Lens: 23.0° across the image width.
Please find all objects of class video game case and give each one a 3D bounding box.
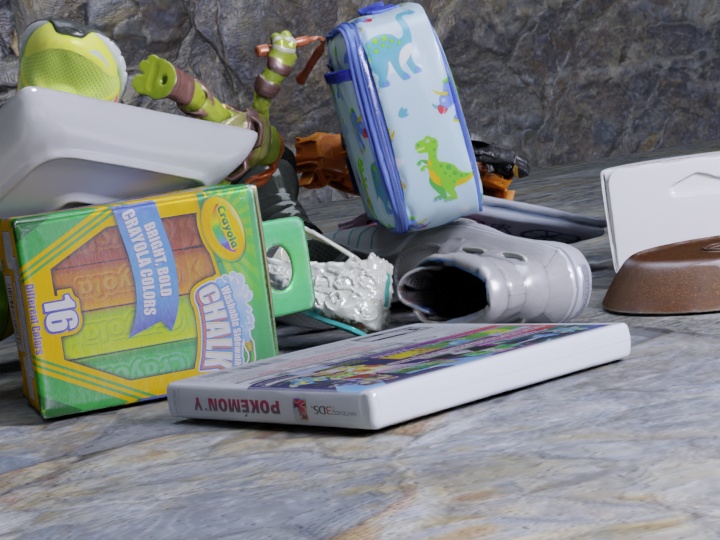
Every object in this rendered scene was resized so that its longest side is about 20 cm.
[{"bbox_3d":[0.021,0.057,0.994,0.199,0.023,0.181,-11,6,-40],"label":"video game case"}]

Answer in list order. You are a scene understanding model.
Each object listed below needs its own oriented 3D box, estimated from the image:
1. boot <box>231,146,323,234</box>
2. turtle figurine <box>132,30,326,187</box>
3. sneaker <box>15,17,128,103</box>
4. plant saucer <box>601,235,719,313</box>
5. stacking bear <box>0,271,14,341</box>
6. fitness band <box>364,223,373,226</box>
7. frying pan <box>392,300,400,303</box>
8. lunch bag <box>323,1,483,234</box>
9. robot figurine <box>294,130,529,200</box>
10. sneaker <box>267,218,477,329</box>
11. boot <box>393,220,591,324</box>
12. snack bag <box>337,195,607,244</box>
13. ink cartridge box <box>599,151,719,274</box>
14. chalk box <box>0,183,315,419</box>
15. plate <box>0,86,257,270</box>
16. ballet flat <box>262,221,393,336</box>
[{"bbox_3d":[-0.108,-0.001,1.456,0.067,0.200,0.131,21,34,-31],"label":"boot"},{"bbox_3d":[-0.108,-0.091,1.286,0.160,0.201,0.065,8,35,-52],"label":"turtle figurine"},{"bbox_3d":[-0.214,-0.091,1.241,0.077,0.091,0.201,14,-40,-5],"label":"sneaker"},{"bbox_3d":[0.263,-0.003,1.213,0.198,0.035,0.200,-8,4,1],"label":"plant saucer"},{"bbox_3d":[-0.299,0.015,1.389,0.199,0.115,0.121,-17,10,-43],"label":"stacking bear"},{"bbox_3d":[0.008,-0.011,1.510,0.142,0.038,0.200,-7,-8,1],"label":"fitness band"},{"bbox_3d":[0.065,0.012,1.414,0.114,0.031,0.190,-10,2,-14],"label":"frying pan"},{"bbox_3d":[0.026,-0.114,1.285,0.081,0.163,0.200,-15,8,-3],"label":"lunch bag"},{"bbox_3d":[0.048,-0.086,1.530,0.198,0.059,0.144,11,-12,-35],"label":"robot figurine"},{"bbox_3d":[0.000,0.000,1.363,0.198,0.071,0.080,-8,9,-17],"label":"sneaker"},{"bbox_3d":[0.060,0.004,1.207,0.095,0.075,0.199,-3,2,-34],"label":"boot"},{"bbox_3d":[0.095,-0.040,1.544,0.186,0.022,0.200,8,-9,-16],"label":"snack bag"},{"bbox_3d":[0.269,-0.050,1.405,0.143,0.085,0.200,-7,3,10],"label":"ink cartridge box"},{"bbox_3d":[-0.123,0.012,1.138,0.198,0.126,0.124,-11,5,-16],"label":"chalk box"},{"bbox_3d":[-0.196,-0.046,1.204,0.198,0.033,0.199,6,-33,-45],"label":"plate"},{"bbox_3d":[-0.062,-0.003,1.253,0.198,0.073,0.072,15,14,23],"label":"ballet flat"}]
